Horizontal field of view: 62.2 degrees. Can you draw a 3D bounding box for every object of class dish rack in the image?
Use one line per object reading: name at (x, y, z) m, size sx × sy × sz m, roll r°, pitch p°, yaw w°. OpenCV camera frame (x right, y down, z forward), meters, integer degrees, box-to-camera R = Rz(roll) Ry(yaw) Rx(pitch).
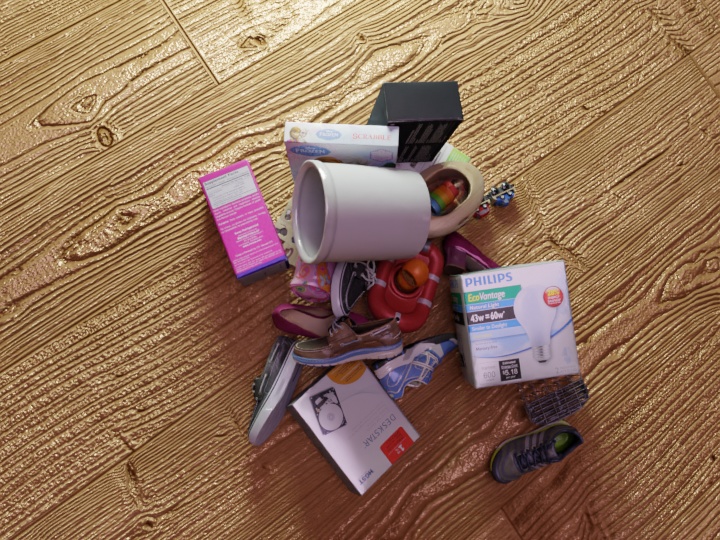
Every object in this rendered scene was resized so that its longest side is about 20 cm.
dish rack at (0.364, 0.197, 1.193) m, size 0.151 × 0.055 × 0.203 m, roll -20°, pitch 86°, yaw -11°

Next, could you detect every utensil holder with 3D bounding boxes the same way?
utensil holder at (0.000, -0.099, 1.029) m, size 0.197 × 0.170 × 0.173 m, roll -2°, pitch 81°, yaw -25°

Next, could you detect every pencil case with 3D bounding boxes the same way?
pencil case at (-0.078, -0.045, 1.120) m, size 0.086 × 0.088 × 0.203 m, roll 12°, pitch 67°, yaw -7°

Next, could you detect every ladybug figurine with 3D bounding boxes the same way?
ladybug figurine at (0.153, -0.129, 1.158) m, size 0.199 × 0.072 × 0.136 m, roll -36°, pitch 69°, yaw -15°

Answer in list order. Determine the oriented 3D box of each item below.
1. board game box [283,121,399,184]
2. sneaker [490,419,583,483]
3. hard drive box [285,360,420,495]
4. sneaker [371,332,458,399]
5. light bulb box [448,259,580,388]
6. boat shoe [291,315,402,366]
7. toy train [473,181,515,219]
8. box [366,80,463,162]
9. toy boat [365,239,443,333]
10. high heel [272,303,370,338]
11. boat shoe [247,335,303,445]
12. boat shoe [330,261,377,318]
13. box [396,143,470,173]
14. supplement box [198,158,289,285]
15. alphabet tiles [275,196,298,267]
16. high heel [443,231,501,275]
board game box at (-0.032, -0.199, 1.098) m, size 0.196 × 0.200 × 0.042 m, roll 2°, pitch 72°, yaw 2°
sneaker at (0.339, 0.347, 1.148) m, size 0.198 × 0.081 × 0.075 m, roll -27°, pitch 85°, yaw -13°
hard drive box at (-0.014, 0.275, 1.093) m, size 0.155 × 0.077 × 0.201 m, roll -39°, pitch 90°, yaw -22°
sneaker at (0.111, 0.175, 1.128) m, size 0.198 × 0.076 × 0.078 m, roll -20°, pitch 84°, yaw -31°
light bulb box at (0.278, 0.095, 1.099) m, size 0.194 × 0.125 × 0.204 m, roll -9°, pitch 89°, yaw -2°
boat shoe at (-0.026, 0.118, 1.055) m, size 0.196 × 0.072 × 0.074 m, roll -7°, pitch 106°, yaw -5°
toy train at (0.242, -0.129, 1.227) m, size 0.198 × 0.034 × 0.046 m, roll -27°, pitch 78°, yaw -17°
box at (0.091, -0.270, 1.113) m, size 0.138 × 0.200 × 0.080 m, roll -7°, pitch 80°, yaw -11°
toy boat at (0.091, 0.017, 1.130) m, size 0.129 × 0.131 × 0.203 m, roll 21°, pitch 72°, yaw -5°
high heel at (-0.065, 0.100, 1.106) m, size 0.196 × 0.096 × 0.069 m, roll 3°, pitch 79°, yaw -9°
boat shoe at (-0.164, 0.217, 1.100) m, size 0.070 × 0.072 × 0.203 m, roll 22°, pitch 78°, yaw 18°
boat shoe at (0.001, 0.002, 1.114) m, size 0.067 × 0.074 × 0.201 m, roll 0°, pitch 45°, yaw 24°
box at (0.109, -0.222, 1.229) m, size 0.198 × 0.036 × 0.146 m, roll 33°, pitch 77°, yaw -2°
supplement box at (-0.215, -0.087, 1.115) m, size 0.102 × 0.101 × 0.203 m, roll -21°, pitch 84°, yaw -7°
alphabet tiles at (-0.069, -0.066, 1.187) m, size 0.198 × 0.006 × 0.168 m, roll 30°, pitch 78°, yaw -4°
high heel at (0.260, -0.016, 1.210) m, size 0.197 × 0.067 × 0.097 m, roll 22°, pitch 55°, yaw -15°
